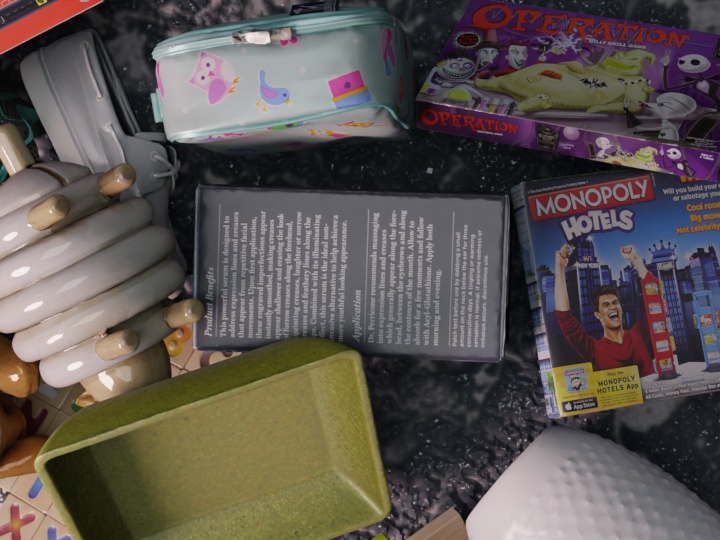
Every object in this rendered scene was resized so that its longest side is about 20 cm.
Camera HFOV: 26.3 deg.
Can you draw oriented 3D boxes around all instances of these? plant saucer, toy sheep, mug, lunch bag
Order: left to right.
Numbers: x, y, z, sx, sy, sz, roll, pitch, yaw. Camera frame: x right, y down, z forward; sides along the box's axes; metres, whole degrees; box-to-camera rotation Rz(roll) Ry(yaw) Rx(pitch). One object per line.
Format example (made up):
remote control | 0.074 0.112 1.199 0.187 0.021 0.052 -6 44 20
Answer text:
toy sheep | -0.174 -0.001 0.959 0.137 0.138 0.201 -23 93 7
plant saucer | -0.089 0.121 0.971 0.199 0.200 0.048 -18 51 -6
lunch bag | -0.047 -0.119 0.999 0.159 0.200 0.078 -4 89 8
mug | 0.145 0.207 0.997 0.175 0.148 0.200 42 60 13

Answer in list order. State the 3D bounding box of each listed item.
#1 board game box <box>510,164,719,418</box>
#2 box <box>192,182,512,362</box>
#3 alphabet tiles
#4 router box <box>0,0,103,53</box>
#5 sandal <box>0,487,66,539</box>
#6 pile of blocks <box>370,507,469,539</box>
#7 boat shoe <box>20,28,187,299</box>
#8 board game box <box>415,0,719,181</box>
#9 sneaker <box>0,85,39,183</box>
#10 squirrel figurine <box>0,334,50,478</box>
board game box | 0.192 -0.015 1.016 0.199 0.062 0.201 -7 83 -19
box | 0.000 0.000 1.022 0.199 0.148 0.108 2 91 7
alphabet tiles | -0.171 0.119 1.075 0.166 0.006 0.201 26 77 20
router box | -0.252 -0.186 1.021 0.179 0.200 0.049 -26 115 6
sandal | -0.227 0.197 1.095 0.200 0.048 0.075 40 109 9
pile of blocks | 0.003 0.241 1.067 0.082 0.062 0.200 36 90 -33
boat shoe | -0.165 -0.077 1.084 0.068 0.072 0.201 -30 79 7
board game box | 0.148 -0.122 1.006 0.199 0.120 0.032 12 133 19
sneaker | -0.260 -0.087 1.034 0.091 0.200 0.078 23 114 -14
squirrel figurine | -0.304 0.050 1.034 0.199 0.141 0.188 7 107 46
